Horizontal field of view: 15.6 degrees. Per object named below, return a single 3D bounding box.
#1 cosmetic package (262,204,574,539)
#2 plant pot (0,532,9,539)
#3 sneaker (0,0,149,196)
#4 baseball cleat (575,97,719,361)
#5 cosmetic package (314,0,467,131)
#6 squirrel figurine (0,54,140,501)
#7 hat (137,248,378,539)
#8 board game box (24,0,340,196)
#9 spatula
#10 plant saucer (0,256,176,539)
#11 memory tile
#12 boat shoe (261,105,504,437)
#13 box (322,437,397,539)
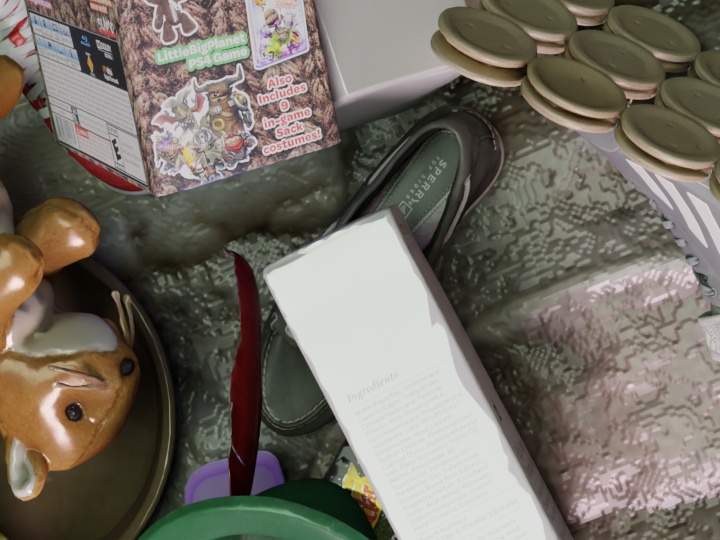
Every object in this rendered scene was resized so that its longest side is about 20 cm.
[{"bbox_3d":[0.032,0.071,1.261,0.074,0.102,0.201,-26,91,4],"label":"cosmetic package"},{"bbox_3d":[-0.276,0.194,1.354,0.183,0.200,0.202,1,92,19],"label":"plant pot"},{"bbox_3d":[-0.172,-0.124,1.360,0.071,0.112,0.201,-36,81,15],"label":"sneaker"},{"bbox_3d":[0.169,-0.016,1.283,0.200,0.070,0.107,33,115,22],"label":"baseball cleat"},{"bbox_3d":[-0.023,-0.175,1.305,0.084,0.108,0.201,-18,88,-24],"label":"cosmetic package"},{"bbox_3d":[-0.209,0.029,1.338,0.199,0.142,0.187,-30,107,27],"label":"squirrel figurine"},{"bbox_3d":[-0.025,0.134,1.323,0.165,0.176,0.201,14,120,6],"label":"hat"},{"bbox_3d":[-0.100,-0.155,1.260,0.096,0.159,0.201,-17,109,-20],"label":"board game box"},{"bbox_3d":[-0.047,0.196,1.380,0.056,0.021,0.201,-13,89,13],"label":"spatula"},{"bbox_3d":[-0.189,0.078,1.417,0.199,0.029,0.201,0,91,17],"label":"plant saucer"},{"bbox_3d":[0.141,-0.085,1.250,0.199,0.153,0.017,30,120,14],"label":"memory tile"},{"bbox_3d":[0.000,0.000,1.341,0.067,0.057,0.200,37,102,13],"label":"boat shoe"},{"bbox_3d":[0.004,0.205,1.335,0.136,0.038,0.201,29,88,12],"label":"box"}]
